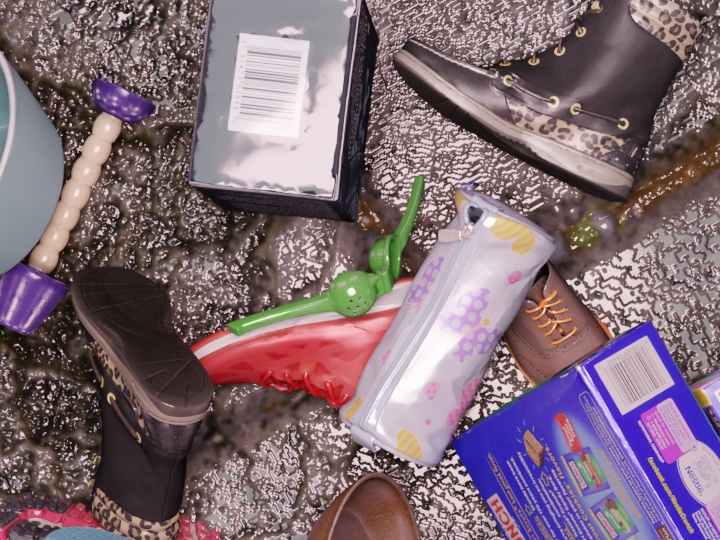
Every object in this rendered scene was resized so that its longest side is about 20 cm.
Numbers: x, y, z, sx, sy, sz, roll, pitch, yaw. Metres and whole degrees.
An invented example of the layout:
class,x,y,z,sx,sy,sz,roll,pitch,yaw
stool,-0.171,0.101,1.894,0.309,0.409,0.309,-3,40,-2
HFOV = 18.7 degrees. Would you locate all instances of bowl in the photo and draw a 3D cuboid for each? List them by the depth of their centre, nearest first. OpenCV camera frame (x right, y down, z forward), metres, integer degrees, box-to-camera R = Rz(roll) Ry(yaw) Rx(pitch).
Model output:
class,x,y,z,sx,sy,sz,roll,pitch,yaw
bowl,-0.298,-0.070,1.617,0.201,0.105,0.201,-14,64,31

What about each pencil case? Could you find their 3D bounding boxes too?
class,x,y,z,sx,sy,sz,roll,pitch,yaw
pencil case,0.062,0.040,1.552,0.083,0.091,0.200,30,98,14

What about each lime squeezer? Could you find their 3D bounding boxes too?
class,x,y,z,sx,sy,sz,roll,pitch,yaw
lime squeezer,0.000,0.000,1.600,0.200,0.071,0.038,-40,117,-25

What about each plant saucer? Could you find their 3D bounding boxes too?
class,x,y,z,sx,sy,sz,roll,pitch,yaw
plant saucer,-0.005,0.244,1.559,0.037,0.200,0.201,-1,86,24

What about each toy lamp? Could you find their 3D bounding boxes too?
class,x,y,z,sx,sy,sz,roll,pitch,yaw
toy lamp,-0.223,-0.047,1.657,0.058,0.058,0.200,25,86,5

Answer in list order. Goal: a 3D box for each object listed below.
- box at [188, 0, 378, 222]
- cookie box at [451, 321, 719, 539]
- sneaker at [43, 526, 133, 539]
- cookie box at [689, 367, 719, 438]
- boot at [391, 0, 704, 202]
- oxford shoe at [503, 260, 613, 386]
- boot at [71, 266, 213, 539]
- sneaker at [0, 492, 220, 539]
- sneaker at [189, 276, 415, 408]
class,x,y,z,sx,sy,sz,roll,pitch,yaw
box,-0.052,-0.119,1.576,0.107,0.200,0.149,6,88,4
cookie box,0.171,0.151,1.534,0.075,0.200,0.171,-27,84,-31
sneaker,-0.146,0.272,1.540,0.200,0.080,0.131,20,105,26
cookie box,0.308,0.155,1.548,0.075,0.171,0.200,-29,84,-2
boot,0.142,-0.160,1.630,0.203,0.073,0.154,29,87,-1
oxford shoe,0.134,0.037,1.615,0.071,0.073,0.200,-39,85,0
boot,-0.171,0.101,1.620,0.073,0.200,0.151,-6,124,-29
sneaker,-0.181,0.223,1.633,0.200,0.081,0.075,12,116,5
sneaker,-0.031,0.083,1.624,0.200,0.078,0.116,-17,84,4
